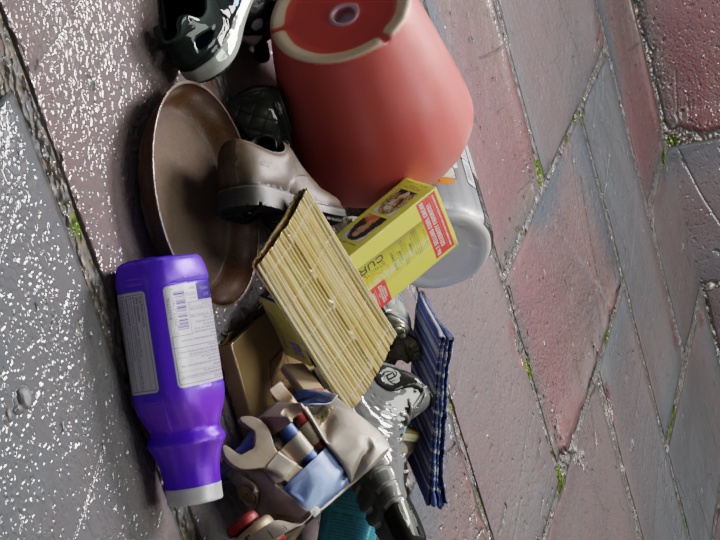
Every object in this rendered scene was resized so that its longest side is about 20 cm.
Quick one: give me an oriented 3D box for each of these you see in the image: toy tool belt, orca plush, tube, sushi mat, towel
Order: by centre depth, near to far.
[{"bbox_3d":[-0.075,0.166,1.525,0.123,0.125,0.200,49,43,5],"label":"toy tool belt"},{"bbox_3d":[-0.030,0.030,1.580,0.096,0.012,0.201,-57,134,-31],"label":"sushi mat"},{"bbox_3d":[-0.007,0.226,1.676,0.077,0.050,0.202,18,74,-21],"label":"tube"},{"bbox_3d":[-0.073,-0.261,1.749,0.200,0.070,0.106,19,64,-66],"label":"orca plush"},{"bbox_3d":[0.076,0.139,1.882,0.145,0.024,0.202,-118,-150,-70],"label":"towel"}]

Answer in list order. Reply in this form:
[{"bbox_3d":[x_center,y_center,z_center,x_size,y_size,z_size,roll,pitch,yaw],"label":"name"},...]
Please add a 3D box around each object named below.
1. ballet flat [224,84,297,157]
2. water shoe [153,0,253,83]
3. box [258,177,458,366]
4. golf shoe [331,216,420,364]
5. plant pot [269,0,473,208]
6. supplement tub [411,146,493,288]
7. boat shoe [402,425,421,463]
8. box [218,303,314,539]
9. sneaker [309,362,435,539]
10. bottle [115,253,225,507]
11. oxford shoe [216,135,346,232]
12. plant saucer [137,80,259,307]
[{"bbox_3d":[-0.083,-0.089,1.704,0.067,0.056,0.202,-108,-176,-63],"label":"ballet flat"},{"bbox_3d":[-0.138,-0.264,1.585,0.079,0.071,0.201,48,34,-41],"label":"water shoe"},{"bbox_3d":[0.000,0.000,1.652,0.200,0.050,0.076,-39,124,-25],"label":"box"},{"bbox_3d":[0.004,0.012,1.862,0.098,0.078,0.201,-99,173,-53],"label":"golf shoe"},{"bbox_3d":[0.002,-0.193,1.709,0.178,0.198,0.202,69,23,-50],"label":"plant pot"},{"bbox_3d":[0.072,-0.090,1.942,0.123,0.122,0.201,57,14,-46],"label":"supplement tub"},{"bbox_3d":[0.015,0.184,1.807,0.200,0.073,0.065,19,90,-76],"label":"boat shoe"},{"bbox_3d":[-0.073,0.135,1.653,0.164,0.021,0.202,-46,123,-64],"label":"box"},{"bbox_3d":[0.037,0.162,1.654,0.115,0.075,0.201,-23,78,-28],"label":"sneaker"},{"bbox_3d":[-0.149,0.089,1.418,0.083,0.065,0.202,-9,90,-63],"label":"bottle"},{"bbox_3d":[-0.068,-0.081,1.605,0.200,0.072,0.085,22,59,-66],"label":"oxford shoe"},{"bbox_3d":[-0.146,-0.065,1.538,0.200,0.032,0.202,-9,90,-69],"label":"plant saucer"}]
